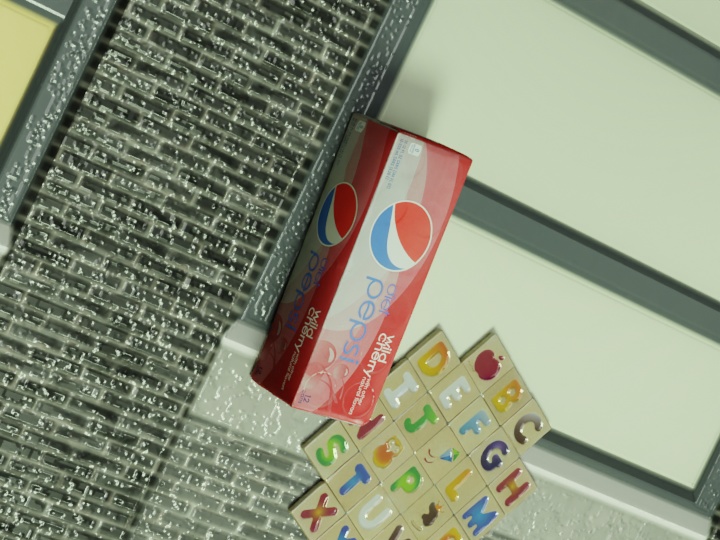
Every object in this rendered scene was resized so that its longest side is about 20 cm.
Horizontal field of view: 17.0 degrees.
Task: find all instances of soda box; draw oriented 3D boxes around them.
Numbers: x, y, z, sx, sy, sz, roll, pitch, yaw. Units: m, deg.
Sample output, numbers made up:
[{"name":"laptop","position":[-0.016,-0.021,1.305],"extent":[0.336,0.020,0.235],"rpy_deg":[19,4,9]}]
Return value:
[{"name":"soda box","position":[0.000,0.000,1.636],"extent":[0.070,0.063,0.200],"rpy_deg":[17,96,-34]}]

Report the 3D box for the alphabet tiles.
[{"name":"alphabet tiles","position":[0.046,0.143,1.745],"extent":[0.200,0.006,0.167],"rpy_deg":[-40,122,-14]}]
